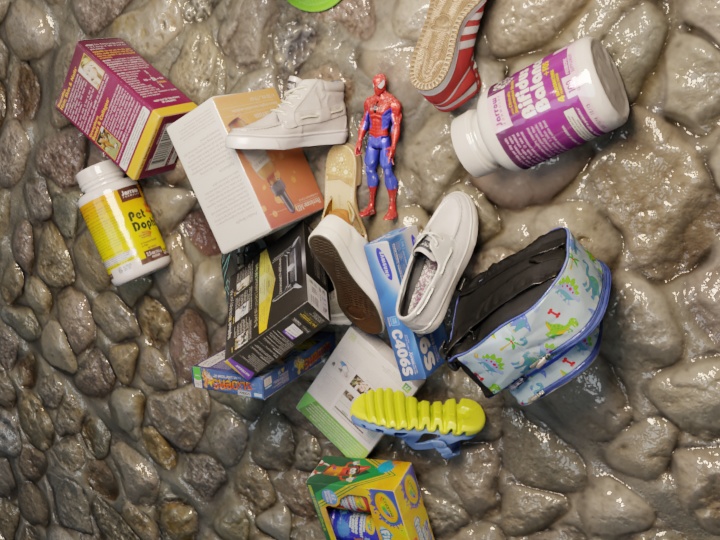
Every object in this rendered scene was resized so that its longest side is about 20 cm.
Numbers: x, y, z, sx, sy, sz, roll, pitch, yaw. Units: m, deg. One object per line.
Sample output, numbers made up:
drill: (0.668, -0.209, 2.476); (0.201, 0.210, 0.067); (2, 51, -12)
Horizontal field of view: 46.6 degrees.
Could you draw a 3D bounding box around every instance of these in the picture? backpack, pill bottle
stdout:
backpack: (0.223, 0.054, 1.053); (0.147, 0.184, 0.200); (39, 127, -13)
pill bottle: (-0.412, -0.084, 1.434); (0.108, 0.109, 0.202); (-20, 95, 34)
pill bottle: (0.212, -0.189, 1.015); (0.199, 0.112, 0.113); (-24, 93, 34)

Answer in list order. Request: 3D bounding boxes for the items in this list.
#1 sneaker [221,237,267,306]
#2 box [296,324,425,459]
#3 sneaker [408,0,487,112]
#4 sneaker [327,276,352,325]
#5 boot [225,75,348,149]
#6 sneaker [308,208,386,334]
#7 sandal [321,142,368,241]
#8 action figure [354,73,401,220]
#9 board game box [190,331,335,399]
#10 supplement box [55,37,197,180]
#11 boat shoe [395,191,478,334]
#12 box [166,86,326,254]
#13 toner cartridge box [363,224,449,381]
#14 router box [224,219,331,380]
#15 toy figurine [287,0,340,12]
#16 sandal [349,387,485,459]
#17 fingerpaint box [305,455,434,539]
sneaker: (-0.188, 0.015, 1.366); (0.079, 0.075, 0.202); (41, 132, 46)
box: (-0.003, 0.197, 1.321); (0.144, 0.036, 0.201); (42, 121, 13)
sneaker: (0.129, -0.302, 1.066); (0.071, 0.112, 0.202); (23, 87, 25)
sneaker: (-0.082, 0.038, 1.288); (0.197, 0.075, 0.083); (-7, 119, 21)
boot: (-0.102, -0.219, 1.153); (0.073, 0.198, 0.097); (12, 109, 46)
sneaker: (0.000, 0.000, 1.191); (0.072, 0.085, 0.201); (1, 132, 33)
sandal: (-0.037, -0.077, 1.230); (0.077, 0.069, 0.215); (9, 110, 29)
action figure: (0.026, -0.173, 1.175); (0.065, 0.051, 0.203); (11, 109, 32)
board game box: (-0.145, 0.136, 1.287); (0.134, 0.199, 0.035); (5, 107, 30)
supplement box: (-0.380, -0.264, 1.358); (0.200, 0.103, 0.131); (42, 123, 12)
boat shoe: (0.097, -0.018, 1.120); (0.072, 0.068, 0.202); (21, 85, 38)
box: (-0.165, -0.151, 1.234); (0.106, 0.152, 0.202); (-22, 95, 34)
toner cartridge box: (0.070, 0.046, 1.190); (0.043, 0.095, 0.203); (-11, 100, 32)
router box: (-0.122, 0.039, 1.212); (0.157, 0.201, 0.052); (-35, 122, 19)
toy figurine: (-0.127, -0.434, 1.099); (0.200, 0.184, 0.151); (46, 123, 11)
sandal: (0.081, 0.232, 1.233); (0.197, 0.080, 0.088); (10, 126, 5)
fingerpaint box: (0.022, 0.402, 1.328); (0.165, 0.073, 0.202); (-3, 115, 31)
